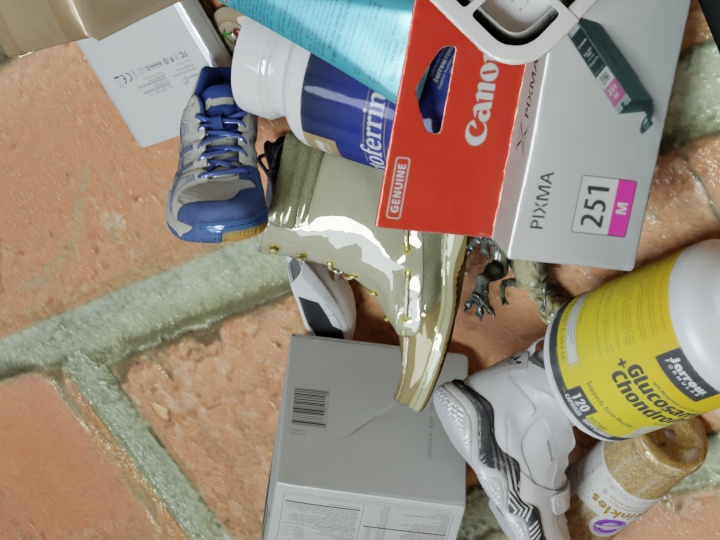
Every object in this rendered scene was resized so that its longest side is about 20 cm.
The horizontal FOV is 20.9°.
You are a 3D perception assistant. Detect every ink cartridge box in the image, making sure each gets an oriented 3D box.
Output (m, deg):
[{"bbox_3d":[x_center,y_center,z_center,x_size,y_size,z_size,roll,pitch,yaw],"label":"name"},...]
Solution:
[{"bbox_3d":[0.112,-0.107,1.269,0.172,0.044,0.202,5,108,-16],"label":"ink cartridge box"}]

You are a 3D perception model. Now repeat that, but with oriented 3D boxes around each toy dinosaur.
[{"bbox_3d":[0.108,-0.019,1.435,0.047,0.088,0.201,5,127,37],"label":"toy dinosaur"}]

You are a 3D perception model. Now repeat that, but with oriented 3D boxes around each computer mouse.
[{"bbox_3d":[-0.036,-0.003,1.578,0.043,0.110,0.201,-15,132,3],"label":"computer mouse"}]

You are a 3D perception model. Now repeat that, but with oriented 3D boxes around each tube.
[{"bbox_3d":[-0.036,-0.181,1.309,0.199,0.050,0.078,29,126,19],"label":"tube"}]

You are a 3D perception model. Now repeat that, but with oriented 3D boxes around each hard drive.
[{"bbox_3d":[-0.179,-0.199,1.534,0.131,0.026,0.201,-13,114,44],"label":"hard drive"}]

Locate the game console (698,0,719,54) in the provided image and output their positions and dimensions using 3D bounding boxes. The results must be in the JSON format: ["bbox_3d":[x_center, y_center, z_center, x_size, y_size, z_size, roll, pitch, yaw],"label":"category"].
[{"bbox_3d":[0.333,-0.145,1.208,0.175,0.117,0.200,25,146,-26],"label":"game console"}]

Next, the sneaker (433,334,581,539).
[{"bbox_3d":[0.145,0.143,1.483,0.201,0.114,0.075,59,175,-24],"label":"sneaker"}]

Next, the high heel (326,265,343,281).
[{"bbox_3d":[0.011,-0.093,1.499,0.067,0.095,0.202,-131,33,-65],"label":"high heel"}]

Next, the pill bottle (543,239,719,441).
[{"bbox_3d":[0.231,0.044,1.373,0.112,0.112,0.199,52,139,-10],"label":"pill bottle"}]

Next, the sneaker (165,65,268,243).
[{"bbox_3d":[-0.108,-0.087,1.423,0.075,0.200,0.089,-3,115,-7],"label":"sneaker"}]

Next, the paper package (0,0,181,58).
[{"bbox_3d":[-0.189,-0.274,1.366,0.103,0.190,0.201,-5,111,46],"label":"paper package"}]

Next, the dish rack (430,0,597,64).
[{"bbox_3d":[0.107,-0.244,1.204,0.200,0.044,0.172,-45,83,5],"label":"dish rack"}]

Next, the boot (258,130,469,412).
[{"bbox_3d":[0.000,0.000,1.454,0.153,0.072,0.202,9,110,2],"label":"boot"}]

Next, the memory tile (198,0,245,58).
[{"bbox_3d":[-0.138,-0.217,1.519,0.152,0.017,0.201,20,134,25],"label":"memory tile"}]

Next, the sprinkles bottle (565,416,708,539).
[{"bbox_3d":[0.195,0.173,1.543,0.068,0.068,0.200,40,138,3],"label":"sprinkles bottle"}]

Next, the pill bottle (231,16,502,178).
[{"bbox_3d":[0.016,-0.131,1.371,0.199,0.116,0.116,19,134,21],"label":"pill bottle"}]

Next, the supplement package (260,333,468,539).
[{"bbox_3d":[-0.001,0.180,1.594,0.149,0.153,0.201,7,138,-3],"label":"supplement package"}]
